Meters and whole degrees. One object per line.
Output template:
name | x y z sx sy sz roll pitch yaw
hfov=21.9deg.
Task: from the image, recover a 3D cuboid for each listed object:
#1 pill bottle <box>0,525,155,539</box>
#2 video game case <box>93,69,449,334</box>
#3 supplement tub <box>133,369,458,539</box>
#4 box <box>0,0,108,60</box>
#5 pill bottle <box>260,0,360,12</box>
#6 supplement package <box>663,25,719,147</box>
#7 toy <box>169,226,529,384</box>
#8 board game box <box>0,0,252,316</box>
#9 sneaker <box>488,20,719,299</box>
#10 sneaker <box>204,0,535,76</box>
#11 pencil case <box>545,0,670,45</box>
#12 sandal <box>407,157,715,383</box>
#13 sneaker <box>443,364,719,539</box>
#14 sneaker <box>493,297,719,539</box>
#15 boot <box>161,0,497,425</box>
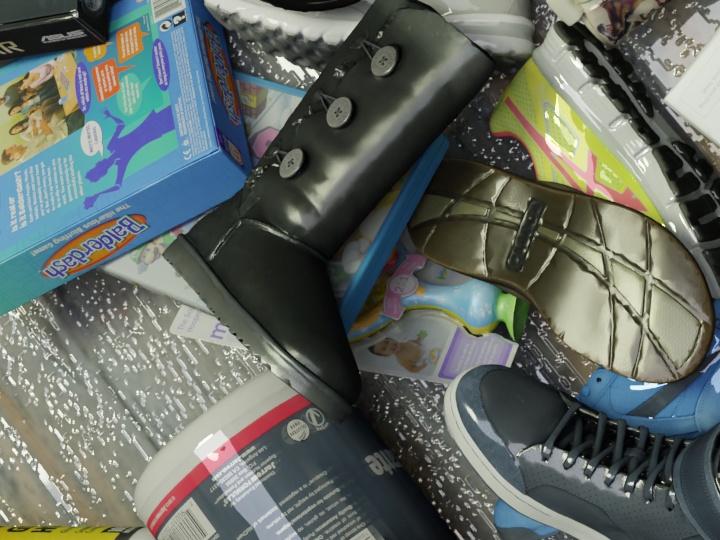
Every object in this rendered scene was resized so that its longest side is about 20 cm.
pill bottle | -0.205 0.212 1.134 0.199 0.112 0.113 -2 91 17
video game case | -0.060 -0.040 1.073 0.199 0.018 0.144 19 75 38
supplement tub | -0.022 0.165 1.058 0.140 0.140 0.200 -41 77 14
box | -0.234 -0.227 1.145 0.159 0.044 0.201 -6 74 17
pill bottle | -0.036 -0.255 1.046 0.111 0.112 0.201 -23 58 16
supplement package | 0.277 -0.070 0.975 0.200 0.117 0.117 40 101 13
toy | 0.000 0.000 1.068 0.199 0.115 0.047 12 138 15
board game box | -0.167 -0.075 1.117 0.199 0.045 0.153 -25 53 16
sneaker | 0.147 -0.038 1.047 0.090 0.078 0.200 -39 78 28
sneaker | 0.008 -0.162 1.092 0.199 0.075 0.082 6 80 10
pencil case | 0.192 -0.198 1.013 0.199 0.089 0.078 -29 98 16
sandal | 0.111 -0.003 1.004 0.199 0.054 0.082 24 94 37
sneaker | 0.148 0.088 0.924 0.202 0.077 0.146 36 141 2
sneaker | 0.141 0.082 1.028 0.200 0.066 0.079 -35 94 32
boot | 0.003 -0.039 0.980 0.200 0.066 0.165 -47 50 0
